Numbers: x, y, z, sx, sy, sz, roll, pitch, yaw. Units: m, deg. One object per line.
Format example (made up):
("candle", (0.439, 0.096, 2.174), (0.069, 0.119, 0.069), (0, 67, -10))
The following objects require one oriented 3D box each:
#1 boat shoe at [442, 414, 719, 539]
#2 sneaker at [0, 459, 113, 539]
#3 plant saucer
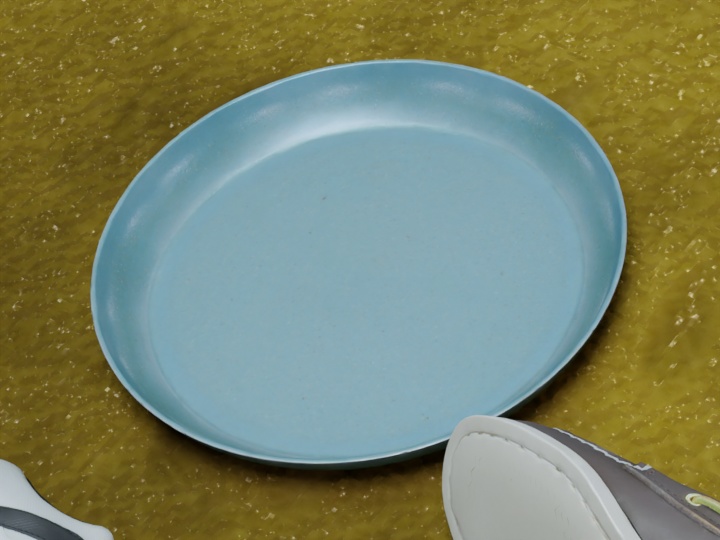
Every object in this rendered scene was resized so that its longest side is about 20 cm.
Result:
("boat shoe", (0.102, 0.103, 0.861), (0.059, 0.072, 0.200), (-9, 28, -35))
("sneaker", (-0.166, 0.088, 0.946), (0.200, 0.074, 0.080), (28, 31, 37))
("plant saucer", (0.000, 0.000, 1.004), (0.200, 0.027, 0.200), (-6, 46, 7))
